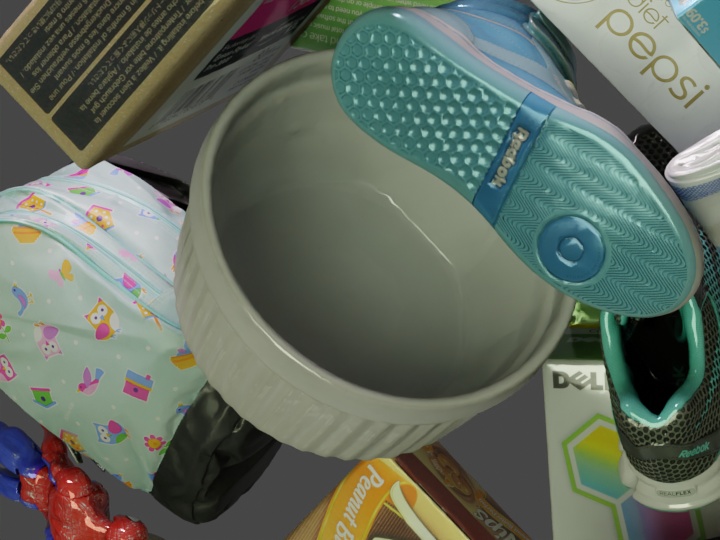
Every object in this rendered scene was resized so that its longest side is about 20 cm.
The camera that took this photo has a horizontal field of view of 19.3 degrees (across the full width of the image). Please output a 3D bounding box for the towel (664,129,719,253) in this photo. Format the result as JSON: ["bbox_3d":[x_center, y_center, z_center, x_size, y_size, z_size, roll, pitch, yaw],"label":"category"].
[{"bbox_3d":[0.247,-0.020,0.984,0.146,0.024,0.200,-29,128,19],"label":"towel"}]

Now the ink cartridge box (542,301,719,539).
[{"bbox_3d":[0.153,0.083,1.096,0.103,0.059,0.201,2,106,21],"label":"ink cartridge box"}]

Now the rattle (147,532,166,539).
[{"bbox_3d":[-0.185,0.206,1.191,0.199,0.143,0.131,20,115,30],"label":"rattle"}]

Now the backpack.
[{"bbox_3d":[-0.125,0.026,1.152,0.200,0.127,0.167,38,118,11],"label":"backpack"}]

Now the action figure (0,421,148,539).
[{"bbox_3d":[-0.186,0.116,1.202,0.200,0.052,0.066,27,121,45],"label":"action figure"}]

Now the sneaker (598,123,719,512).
[{"bbox_3d":[0.149,0.010,1.020,0.077,0.091,0.201,-9,63,15],"label":"sneaker"}]

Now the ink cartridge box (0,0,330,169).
[{"bbox_3d":[-0.063,-0.146,1.000,0.075,0.200,0.165,48,117,2],"label":"ink cartridge box"}]

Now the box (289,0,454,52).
[{"bbox_3d":[0.013,-0.205,1.083,0.144,0.036,0.201,14,108,17],"label":"box"}]

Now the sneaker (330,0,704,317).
[{"bbox_3d":[0.093,-0.065,0.999,0.200,0.130,0.080,41,118,10],"label":"sneaker"}]

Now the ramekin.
[{"bbox_3d":[0.000,0.000,1.059,0.200,0.200,0.105,42,144,5],"label":"ramekin"}]

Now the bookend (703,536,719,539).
[{"bbox_3d":[0.202,0.210,0.982,0.199,0.092,0.200,-12,121,2],"label":"bookend"}]

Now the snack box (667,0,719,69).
[{"bbox_3d":[0.238,-0.096,0.960,0.116,0.037,0.200,-36,126,18],"label":"snack box"}]

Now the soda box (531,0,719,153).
[{"bbox_3d":[0.129,-0.138,1.020,0.200,0.064,0.068,44,112,-8],"label":"soda box"}]

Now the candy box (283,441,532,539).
[{"bbox_3d":[-0.002,0.191,1.189,0.115,0.055,0.200,45,116,5],"label":"candy box"}]
